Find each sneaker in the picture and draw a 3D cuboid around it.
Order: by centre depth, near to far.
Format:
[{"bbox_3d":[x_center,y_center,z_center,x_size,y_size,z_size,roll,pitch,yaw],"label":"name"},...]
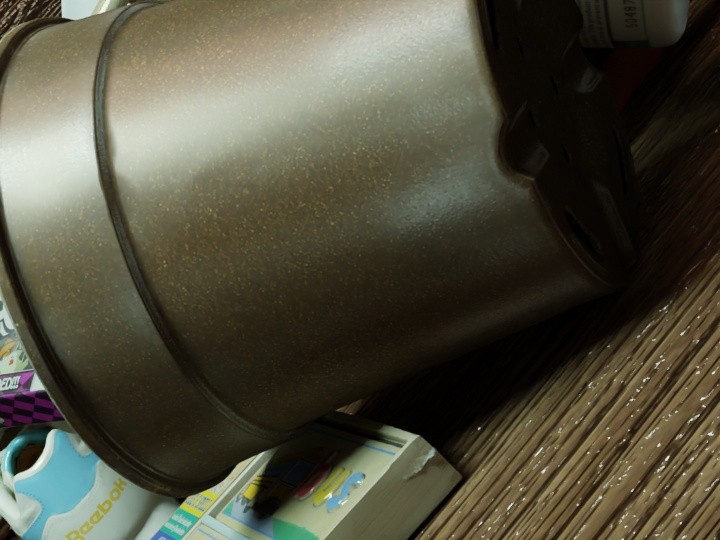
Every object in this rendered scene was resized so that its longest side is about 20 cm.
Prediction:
[{"bbox_3d":[-0.145,0.107,1.084,0.077,0.081,0.200,-50,12,-14],"label":"sneaker"}]

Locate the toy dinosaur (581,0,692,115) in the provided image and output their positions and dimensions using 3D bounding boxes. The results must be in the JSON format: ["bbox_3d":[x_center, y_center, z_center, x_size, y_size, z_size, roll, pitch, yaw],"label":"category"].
[{"bbox_3d":[0.127,-0.110,1.011,0.181,0.200,0.105,-26,-31,-12],"label":"toy dinosaur"}]

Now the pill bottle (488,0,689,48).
[{"bbox_3d":[0.037,-0.149,0.914,0.199,0.113,0.113,1,29,13],"label":"pill bottle"}]

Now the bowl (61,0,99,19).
[{"bbox_3d":[-0.072,-0.159,1.306,0.201,0.201,0.090,-46,42,-7],"label":"bowl"}]

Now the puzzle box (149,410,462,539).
[{"bbox_3d":[-0.042,0.112,0.871,0.133,0.025,0.200,-47,13,-12],"label":"puzzle box"}]

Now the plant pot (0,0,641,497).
[{"bbox_3d":[-0.010,-0.034,0.837,0.198,0.201,0.200,-18,23,22],"label":"plant pot"}]

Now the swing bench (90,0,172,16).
[{"bbox_3d":[-0.015,-0.178,1.099,0.199,0.129,0.201,33,112,45],"label":"swing bench"}]

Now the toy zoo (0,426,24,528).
[{"bbox_3d":[-0.198,0.115,1.249,0.131,0.020,0.200,-48,-2,-40],"label":"toy zoo"}]

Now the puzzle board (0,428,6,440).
[{"bbox_3d":[-0.213,0.046,1.163,0.151,0.017,0.200,-65,26,-4],"label":"puzzle board"}]

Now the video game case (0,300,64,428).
[{"bbox_3d":[-0.166,-0.007,1.077,0.200,0.036,0.182,-9,54,44],"label":"video game case"}]
